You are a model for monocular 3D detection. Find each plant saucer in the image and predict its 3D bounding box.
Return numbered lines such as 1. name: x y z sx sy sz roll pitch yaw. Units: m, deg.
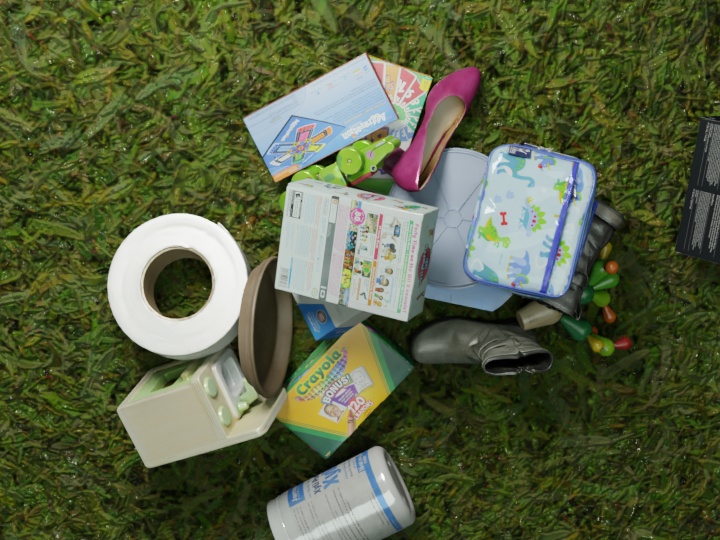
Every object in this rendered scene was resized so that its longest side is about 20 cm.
1. plant saucer: -0.135 0.080 1.576 0.029 0.200 0.202 1 107 12

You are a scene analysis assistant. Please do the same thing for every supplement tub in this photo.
1. supplement tub: -0.028 0.367 1.697 0.199 0.132 0.133 -27 106 4

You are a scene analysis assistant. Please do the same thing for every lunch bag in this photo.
1. lunch bag: 0.234 -0.066 1.517 0.160 0.082 0.201 16 91 8

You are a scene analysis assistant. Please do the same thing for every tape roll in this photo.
1. tape roll: -0.252 0.023 1.575 0.201 0.071 0.204 0 80 3

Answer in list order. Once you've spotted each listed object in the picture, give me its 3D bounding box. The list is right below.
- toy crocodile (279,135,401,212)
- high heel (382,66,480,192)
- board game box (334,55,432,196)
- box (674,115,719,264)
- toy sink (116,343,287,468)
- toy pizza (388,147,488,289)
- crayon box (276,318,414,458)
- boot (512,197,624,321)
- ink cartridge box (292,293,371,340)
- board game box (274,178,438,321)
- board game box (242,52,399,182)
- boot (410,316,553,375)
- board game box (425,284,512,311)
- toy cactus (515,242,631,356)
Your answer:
1. toy crocodile: -0.031 -0.133 1.556 0.199 0.068 0.062 -26 97 20
2. high heel: 0.115 -0.196 1.544 0.200 0.096 0.067 -46 126 -3
3. board game box: 0.026 -0.196 1.591 0.095 0.030 0.201 17 107 -8
4. box: 0.545 -0.108 1.582 0.079 0.141 0.202 -10 113 -45
5. toy sink: -0.227 0.185 1.606 0.199 0.130 0.113 -18 107 21
6. toy pizza: 0.133 -0.074 1.591 0.199 0.032 0.202 0 89 10
7. crayon box: -0.030 0.170 1.676 0.119 0.058 0.200 41 100 -13
8. boot: 0.260 -0.042 1.578 0.199 0.069 0.175 32 91 20
9. ink cartridge box: 0.000 0.000 1.574 0.199 0.067 0.117 -34 75 24
10. board game box: -0.007 -0.030 1.490 0.199 0.064 0.149 15 106 21
11. board game box: -0.056 -0.215 1.566 0.199 0.019 0.103 -26 98 12
12. boot: 0.176 0.116 1.635 0.198 0.131 0.068 -6 106 -1
13. board game box: 0.144 -0.031 1.635 0.198 0.039 0.159 11 89 -1
14. toy cactus: 0.313 0.048 1.635 0.164 0.102 0.201 -22 109 -7
